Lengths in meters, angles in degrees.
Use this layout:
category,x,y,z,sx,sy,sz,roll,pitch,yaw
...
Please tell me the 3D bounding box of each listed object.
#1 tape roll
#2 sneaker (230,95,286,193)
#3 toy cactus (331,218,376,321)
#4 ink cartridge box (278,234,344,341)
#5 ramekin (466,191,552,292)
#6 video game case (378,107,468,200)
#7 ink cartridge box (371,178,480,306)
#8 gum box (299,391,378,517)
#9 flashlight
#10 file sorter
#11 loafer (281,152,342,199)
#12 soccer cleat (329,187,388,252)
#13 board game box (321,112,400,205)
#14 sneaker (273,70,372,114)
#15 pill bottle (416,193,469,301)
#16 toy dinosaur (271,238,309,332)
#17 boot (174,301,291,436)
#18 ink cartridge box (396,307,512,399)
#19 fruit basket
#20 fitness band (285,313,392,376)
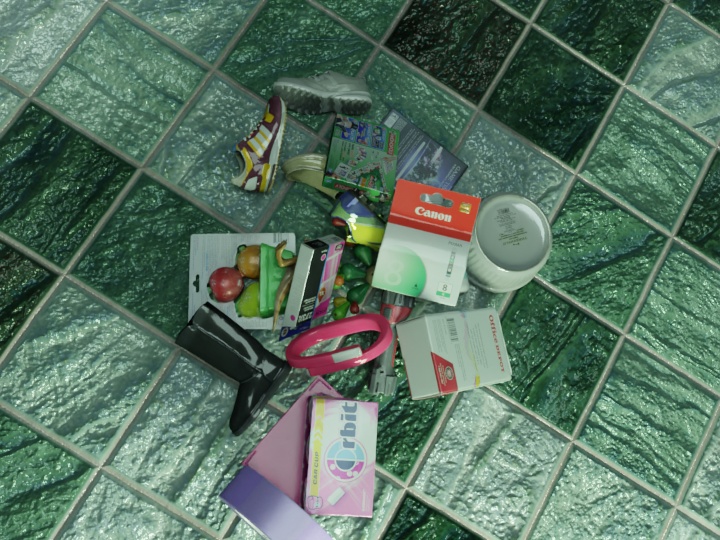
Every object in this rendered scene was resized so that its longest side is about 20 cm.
category,x,y,z,sx,sy,sz,roll,pitch,yaw
tape roll,-0.132,0.403,1.332,0.200,0.200,0.066,43,70,0
sneaker,-0.200,-0.253,1.616,0.090,0.075,0.200,11,75,-14
toy cactus,0.000,0.000,1.601,0.165,0.102,0.200,11,67,-19
ink cartridge box,-0.089,0.036,1.496,0.037,0.095,0.200,29,117,26
ramekin,0.285,-0.061,1.656,0.200,0.105,0.201,2,78,-10
video game case,0.103,-0.219,1.699,0.200,0.019,0.143,38,74,-3
ink cartridge box,0.120,-0.050,1.510,0.161,0.050,0.200,14,106,2
gum box,-0.036,0.308,1.400,0.113,0.066,0.200,6,79,-12
flashlight,0.058,0.134,1.577,0.068,0.068,0.200,9,91,-8
file sorter,-0.098,0.312,1.487,0.139,0.125,0.200,43,75,-2
loafer,-0.057,-0.178,1.627,0.200,0.076,0.068,7,70,-10
soccer cleat,0.016,-0.071,1.560,0.084,0.065,0.200,-41,126,5
board game box,0.004,-0.219,1.606,0.134,0.029,0.200,16,46,-9
sneaker,-0.078,-0.364,1.677,0.200,0.075,0.082,5,62,-16
pill bottle,0.142,-0.046,1.618,0.111,0.111,0.200,-8,81,-13
toy dinosaur,-0.118,0.002,1.497,0.106,0.060,0.200,49,61,-13
boot,-0.249,0.177,1.495,0.200,0.066,0.165,38,82,-12
ink cartridge box,0.178,0.154,1.558,0.200,0.083,0.146,-3,77,-42
fruit basket,-0.220,0.021,1.559,0.199,0.094,0.186,-2,78,4
fitness band,-0.039,0.134,1.511,0.200,0.144,0.037,-14,111,12
